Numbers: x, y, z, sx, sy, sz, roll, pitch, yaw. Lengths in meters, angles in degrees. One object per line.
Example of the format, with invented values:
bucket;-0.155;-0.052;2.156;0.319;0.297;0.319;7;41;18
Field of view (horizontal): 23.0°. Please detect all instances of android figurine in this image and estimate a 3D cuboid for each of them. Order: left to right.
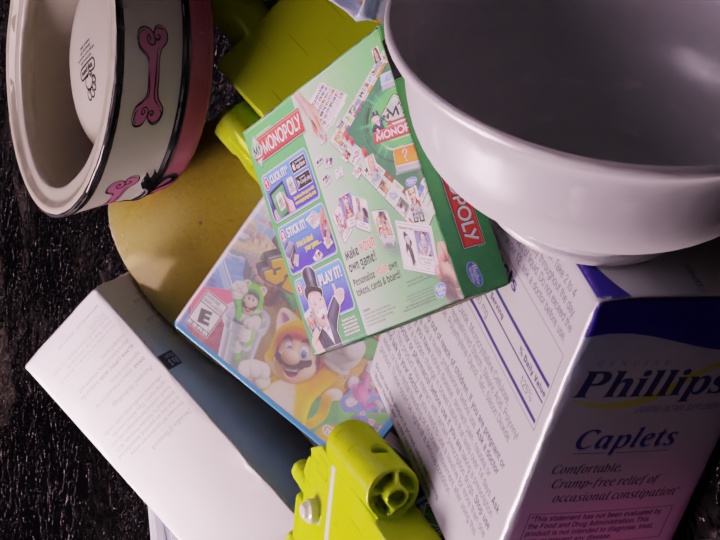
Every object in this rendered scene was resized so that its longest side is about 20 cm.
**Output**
android figurine;-0.001;0.172;0.970;0.200;0.041;0.184;-133;45;-59
android figurine;0.000;-0.119;1.064;0.200;0.182;0.041;46;-174;11

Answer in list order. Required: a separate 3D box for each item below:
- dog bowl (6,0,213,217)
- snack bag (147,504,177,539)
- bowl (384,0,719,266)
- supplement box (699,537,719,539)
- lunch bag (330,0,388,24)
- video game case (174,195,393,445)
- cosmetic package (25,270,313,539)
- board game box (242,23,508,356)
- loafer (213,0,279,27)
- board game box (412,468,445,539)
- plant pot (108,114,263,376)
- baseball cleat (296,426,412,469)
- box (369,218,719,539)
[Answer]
dog bowl;-0.155;-0.134;1.099;0.200;0.073;0.203;1;91;60
snack bag;-0.087;0.128;1.256;0.021;0.188;0.202;-27;60;30
bowl;0.106;-0.067;0.782;0.202;0.199;0.091;-116;24;-47
supplement box;0.126;0.236;0.831;0.101;0.102;0.202;-121;36;-49
lunch bag;0.073;-0.225;0.885;0.127;0.168;0.202;-128;42;-62
video game case;0.000;0.000;1.030;0.201;0.143;0.018;-53;-4;20
cosmetic package;-0.104;0.097;1.133;0.200;0.113;0.081;45;112;3
board game box;0.002;-0.036;0.918;0.200;0.029;0.136;-24;82;66
loafer;-0.046;-0.188;1.170;0.075;0.198;0.070;111;180;-54
board game box;0.040;0.201;0.993;0.105;0.023;0.201;-49;32;21
plant pot;-0.046;-0.036;1.173;0.142;0.199;0.201;-46;42;22
baseball cleat;0.007;0.123;1.109;0.070;0.105;0.202;-15;77;61
box;0.099;0.035;0.896;0.185;0.104;0.201;-116;34;-47
